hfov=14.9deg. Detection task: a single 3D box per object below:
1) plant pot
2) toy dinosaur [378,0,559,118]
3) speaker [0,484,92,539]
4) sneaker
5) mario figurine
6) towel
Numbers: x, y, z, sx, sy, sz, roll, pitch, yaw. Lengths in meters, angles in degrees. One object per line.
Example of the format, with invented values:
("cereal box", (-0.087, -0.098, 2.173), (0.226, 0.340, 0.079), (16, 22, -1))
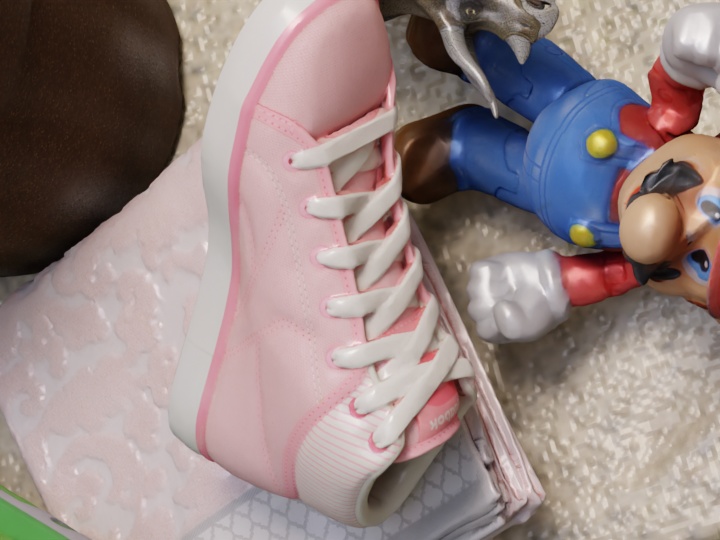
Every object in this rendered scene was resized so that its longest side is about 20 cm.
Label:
("plant pot", (-0.176, -0.086, 1.050), (0.200, 0.198, 0.201), (-4, 81, 24))
("toy dinosaur", (-0.008, -0.134, 0.988), (0.200, 0.077, 0.102), (25, 90, 50))
("speaker", (-0.144, 0.126, 1.041), (0.200, 0.088, 0.089), (24, 92, 42))
("sneaker", (0.000, 0.000, 0.926), (0.105, 0.075, 0.201), (32, 128, 27))
("mario figurine", (0.083, -0.034, 0.953), (0.200, 0.124, 0.106), (26, 62, 41))
("towel", (-0.047, 0.052, 1.037), (0.200, 0.032, 0.191), (-37, 69, 29))
